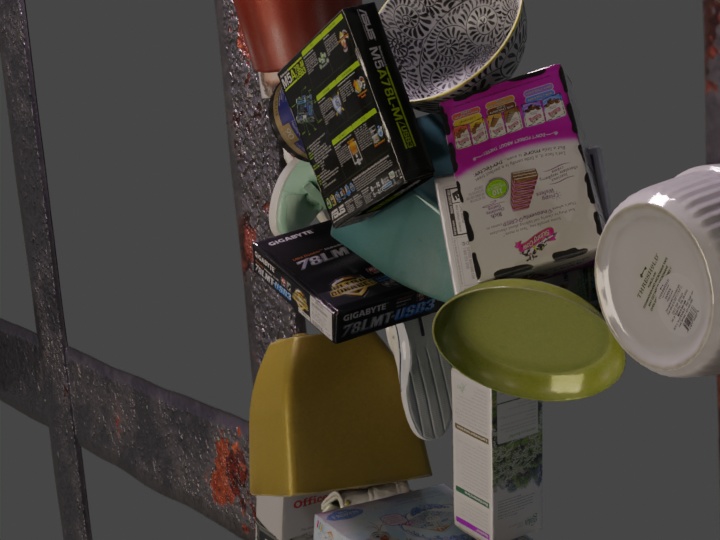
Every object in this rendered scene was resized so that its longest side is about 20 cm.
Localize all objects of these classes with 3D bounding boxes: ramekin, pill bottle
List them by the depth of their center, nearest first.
[{"bbox_3d":[0.310,0.006,1.376,0.200,0.104,0.202,25,120,53],"label":"ramekin"},{"bbox_3d":[-0.011,-0.208,1.733,0.199,0.111,0.113,-22,81,49],"label":"pill bottle"}]

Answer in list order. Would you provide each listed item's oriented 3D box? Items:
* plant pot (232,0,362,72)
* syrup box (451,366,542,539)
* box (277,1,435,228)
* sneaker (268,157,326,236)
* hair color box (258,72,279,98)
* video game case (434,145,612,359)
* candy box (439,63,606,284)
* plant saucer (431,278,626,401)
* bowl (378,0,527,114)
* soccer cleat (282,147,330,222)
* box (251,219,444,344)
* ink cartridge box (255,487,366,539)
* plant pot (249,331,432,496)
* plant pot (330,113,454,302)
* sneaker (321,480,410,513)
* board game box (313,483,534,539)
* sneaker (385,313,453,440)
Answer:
[{"bbox_3d":[-0.081,-0.358,1.828,0.200,0.200,0.197,15,121,56],"label":"plant pot"},{"bbox_3d":[0.159,0.209,1.713,0.081,0.078,0.202,22,118,54],"label":"syrup box"},{"bbox_3d":[-0.009,-0.162,1.587,0.200,0.047,0.194,-30,76,63],"label":"box"},{"bbox_3d":[-0.030,-0.110,1.848,0.118,0.074,0.201,36,91,43],"label":"sneaker"},{"bbox_3d":[-0.098,-0.335,1.971,0.100,0.060,0.202,5,105,58],"label":"hair color box"},{"bbox_3d":[0.182,-0.016,1.555,0.181,0.022,0.202,-10,92,19],"label":"video game case"},{"bbox_3d":[0.169,-0.092,1.501,0.135,0.061,0.201,-16,72,17],"label":"candy box"},{"bbox_3d":[0.172,0.066,1.496,0.200,0.199,0.031,-49,20,53],"label":"plant saucer"},{"bbox_3d":[0.109,-0.240,1.601,0.200,0.094,0.202,-20,50,26],"label":"bowl"},{"bbox_3d":[-0.051,-0.113,1.965,0.078,0.069,0.201,92,153,-53],"label":"soccer cleat"},{"bbox_3d":[0.000,0.000,1.787,0.198,0.199,0.050,41,138,46],"label":"box"},{"bbox_3d":[-0.069,0.365,2.073,0.084,0.144,0.201,33,126,50],"label":"ink cartridge box"},{"bbox_3d":[-0.039,0.180,1.911,0.194,0.194,0.202,160,105,-69],"label":"plant pot"},{"bbox_3d":[0.092,-0.059,1.688,0.200,0.141,0.142,41,133,31],"label":"plant pot"},{"bbox_3d":[-0.005,0.329,1.955,0.200,0.115,0.074,107,154,-61],"label":"sneaker"},{"bbox_3d":[0.078,0.328,1.768,0.199,0.199,0.044,26,118,53],"label":"board game box"},{"bbox_3d":[0.074,0.111,1.844,0.071,0.072,0.202,166,98,-74],"label":"sneaker"}]
